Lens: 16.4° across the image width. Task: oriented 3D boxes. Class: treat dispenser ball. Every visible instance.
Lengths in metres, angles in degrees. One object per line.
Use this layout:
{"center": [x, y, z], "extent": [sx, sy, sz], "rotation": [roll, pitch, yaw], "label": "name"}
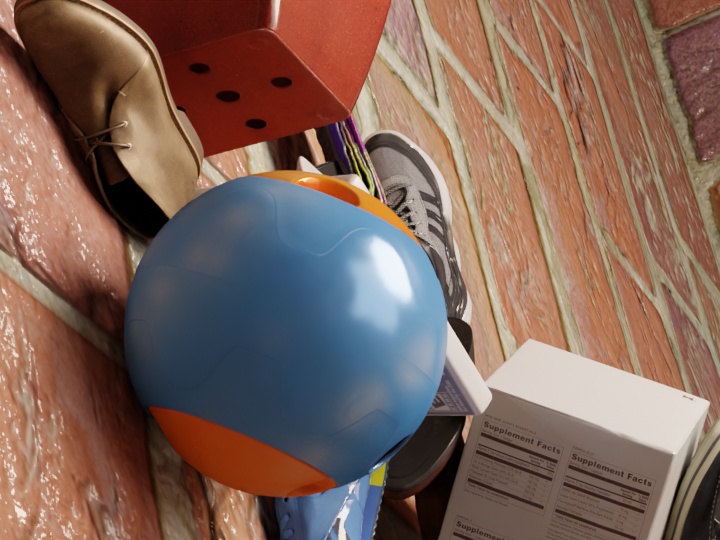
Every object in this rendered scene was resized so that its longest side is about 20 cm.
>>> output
{"center": [-0.046, 0.038, 1.538], "extent": [0.201, 0.200, 0.201], "rotation": [57, 19, -31], "label": "treat dispenser ball"}

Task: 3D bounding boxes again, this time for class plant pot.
{"center": [-0.092, -0.196, 1.756], "extent": [0.200, 0.199, 0.177], "rotation": [43, 39, -54], "label": "plant pot"}

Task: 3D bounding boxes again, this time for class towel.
{"center": [-0.028, -0.121, 2.037], "extent": [0.144, 0.023, 0.201], "rotation": [105, -36, -73], "label": "towel"}

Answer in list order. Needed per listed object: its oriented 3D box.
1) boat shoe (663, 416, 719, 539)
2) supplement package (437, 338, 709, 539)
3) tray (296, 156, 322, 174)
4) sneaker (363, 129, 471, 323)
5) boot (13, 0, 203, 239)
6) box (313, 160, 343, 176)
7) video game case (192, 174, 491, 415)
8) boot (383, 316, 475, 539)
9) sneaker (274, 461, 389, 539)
{"center": [0.257, 0.198, 1.841], "extent": [0.075, 0.062, 0.201], "rotation": [-34, 140, -68], "label": "boat shoe"}
{"center": [0.149, 0.181, 1.843], "extent": [0.152, 0.150, 0.201], "rotation": [-33, 140, -69], "label": "supplement package"}
{"center": [0.000, 0.000, 1.881], "extent": [0.200, 0.022, 0.108], "rotation": [40, 31, -56], "label": "tray"}
{"center": [0.036, -0.034, 2.124], "extent": [0.114, 0.075, 0.201], "rotation": [24, 47, -71], "label": "sneaker"}
{"center": [-0.161, -0.100, 1.611], "extent": [0.200, 0.073, 0.076], "rotation": [55, 29, -42], "label": "boot"}
{"center": [-0.021, 0.023, 1.912], "extent": [0.201, 0.050, 0.158], "rotation": [67, 17, -2], "label": "box"}
{"center": [-0.026, 0.022, 1.695], "extent": [0.023, 0.182, 0.200], "rotation": [-54, 125, -34], "label": "video game case"}
{"center": [0.045, 0.165, 1.866], "extent": [0.189, 0.068, 0.201], "rotation": [-78, 170, -54], "label": "boot"}
{"center": [-0.030, 0.186, 1.669], "extent": [0.066, 0.078, 0.201], "rotation": [113, -11, -51], "label": "sneaker"}
